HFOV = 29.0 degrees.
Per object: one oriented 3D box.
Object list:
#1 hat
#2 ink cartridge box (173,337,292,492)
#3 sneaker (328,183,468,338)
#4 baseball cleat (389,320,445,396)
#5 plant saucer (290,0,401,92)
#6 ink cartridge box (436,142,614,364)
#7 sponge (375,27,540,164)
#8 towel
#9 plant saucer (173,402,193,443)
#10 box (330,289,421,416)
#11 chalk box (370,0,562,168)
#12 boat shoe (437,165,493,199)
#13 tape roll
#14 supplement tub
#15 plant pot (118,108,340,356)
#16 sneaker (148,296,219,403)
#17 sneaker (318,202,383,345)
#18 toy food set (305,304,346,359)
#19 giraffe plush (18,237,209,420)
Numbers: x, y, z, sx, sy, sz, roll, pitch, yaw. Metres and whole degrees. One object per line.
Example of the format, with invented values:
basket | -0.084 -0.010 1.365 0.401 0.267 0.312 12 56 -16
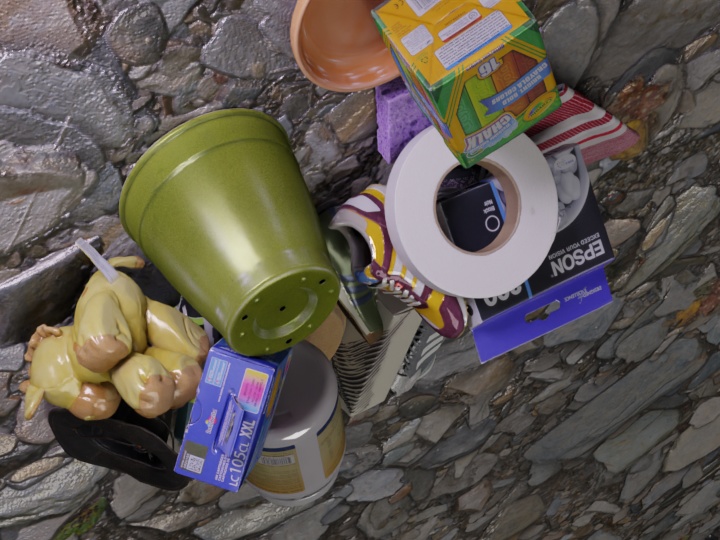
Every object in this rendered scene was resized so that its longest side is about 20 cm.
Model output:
hat | -0.274 0.182 1.648 0.201 0.198 0.082 90 17 -62
ink cartridge box | -0.133 0.146 1.465 0.200 0.075 0.138 -41 149 -83
sneaker | 0.039 0.006 1.574 0.090 0.201 0.075 -37 -176 -32
baseball cleat | 0.069 0.104 1.863 0.107 0.069 0.201 -48 157 -31
plant saucer | 0.016 -0.265 1.373 0.198 0.038 0.201 -24 148 -16
ink cartridge box | 0.196 -0.019 1.616 0.196 0.202 0.043 -24 -170 -20
sponge | 0.109 -0.200 1.551 0.198 0.030 0.112 -27 149 -14
towel | 0.233 -0.160 1.679 0.143 0.023 0.199 -25 155 29
plant saucer | -0.200 0.206 1.761 0.019 0.071 0.200 2 159 11
box | 0.015 0.089 1.796 0.068 0.082 0.201 -21 146 -37
chalk box | 0.114 -0.199 1.398 0.124 0.124 0.200 -34 149 2
boat shoe | 0.142 -0.108 1.650 0.197 0.073 0.069 -4 144 -7
tape roll | 0.125 -0.070 1.547 0.201 0.205 0.037 -23 -173 -18
supplement tub | -0.091 0.186 1.682 0.143 0.145 0.201 -26 148 -13
plant pot | -0.119 -0.024 1.421 0.199 0.194 0.201 -23 147 -16
sneaker | -0.207 0.082 1.597 0.082 0.072 0.202 0 128 -11
sneaker | 0.000 0.000 1.652 0.090 0.067 0.201 -38 130 -6
toy food set | -0.104 0.092 1.729 0.196 0.049 0.201 -9 140 -35
giraffe plush | -0.279 0.092 1.458 0.162 0.201 0.172 -41 171 23
